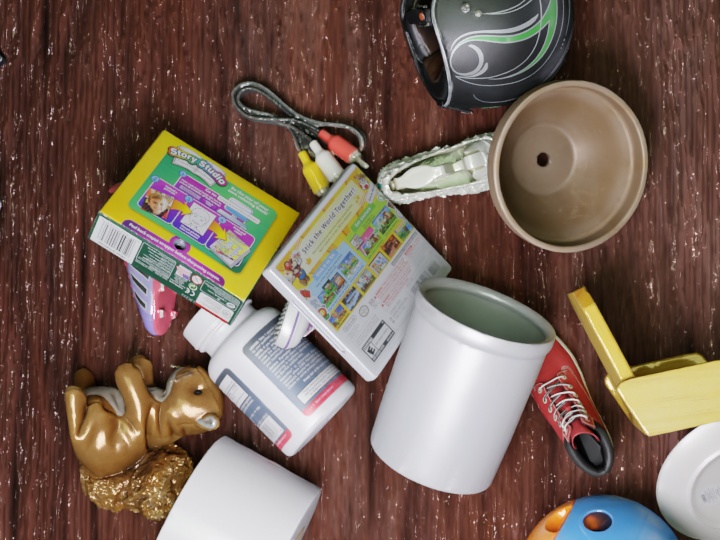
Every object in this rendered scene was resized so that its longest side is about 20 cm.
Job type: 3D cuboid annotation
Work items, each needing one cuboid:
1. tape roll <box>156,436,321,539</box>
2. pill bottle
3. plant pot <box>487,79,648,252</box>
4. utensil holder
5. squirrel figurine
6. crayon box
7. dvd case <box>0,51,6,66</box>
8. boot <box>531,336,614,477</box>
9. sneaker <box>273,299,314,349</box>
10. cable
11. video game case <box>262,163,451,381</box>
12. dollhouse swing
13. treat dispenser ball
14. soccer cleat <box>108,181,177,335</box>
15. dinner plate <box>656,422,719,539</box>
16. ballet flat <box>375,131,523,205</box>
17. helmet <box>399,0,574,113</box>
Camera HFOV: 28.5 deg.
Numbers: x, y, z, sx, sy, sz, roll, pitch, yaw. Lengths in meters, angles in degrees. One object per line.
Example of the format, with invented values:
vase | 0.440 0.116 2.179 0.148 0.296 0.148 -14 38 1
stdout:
tape roll | -0.151 0.320 1.682 0.138 0.203 0.204 28 92 6
pill bottle | -0.115 0.116 1.724 0.200 0.120 0.120 45 93 6
plant pot | 0.234 -0.127 1.689 0.199 0.093 0.203 -3 100 -17
utensil holder | 0.115 0.134 1.656 0.169 0.170 0.201 21 109 6
squirrel figurine | -0.256 0.204 1.742 0.185 0.142 0.202 -7 89 -6
crayon box | -0.198 -0.055 1.704 0.199 0.173 0.058 32 134 -2
dvd case | -0.575 -0.261 1.834 0.200 0.018 0.143 -41 84 3
boot | 0.238 0.149 1.673 0.072 0.144 0.201 -32 84 6
sneaker | -0.024 0.032 1.698 0.114 0.073 0.201 30 51 0
cable | -0.071 -0.178 1.760 0.200 0.050 0.097 45 92 4
video game case | 0.000 0.000 1.681 0.182 0.023 0.200 46 54 -12
dollhouse swing | 0.349 0.088 1.634 0.180 0.200 0.177 -13 87 6
treat dispenser ball | 0.280 0.361 1.634 0.199 0.201 0.203 0 89 6
soccer cleat | -0.273 -0.018 1.776 0.076 0.067 0.202 -5 86 16
dinner plate | 0.445 0.246 1.653 0.198 0.024 0.201 -3 122 -5
ballet flat | 0.115 -0.122 1.733 0.198 0.072 0.072 -17 87 5
helmet | 0.159 -0.296 1.672 0.189 0.200 0.201 -20 86 -10
